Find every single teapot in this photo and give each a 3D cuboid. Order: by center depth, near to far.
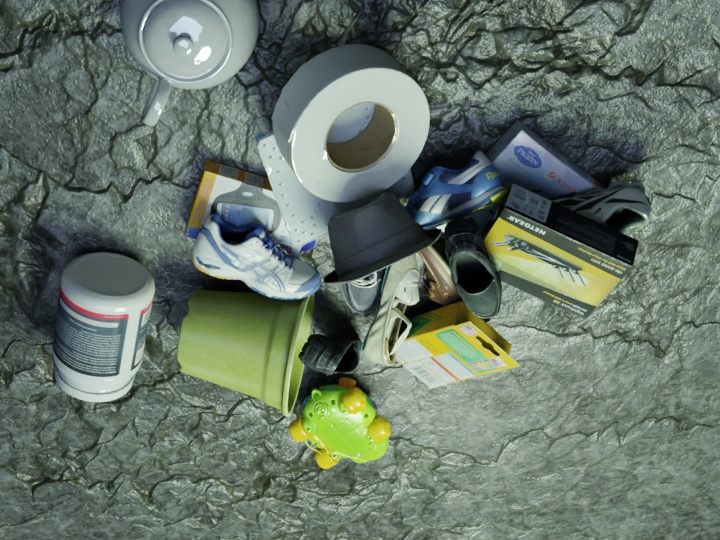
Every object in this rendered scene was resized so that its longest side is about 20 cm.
[{"bbox_3d":[-0.225,-0.310,1.369,0.196,0.146,0.201,-15,124,7],"label":"teapot"}]

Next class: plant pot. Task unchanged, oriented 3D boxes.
[{"bbox_3d":[-0.180,0.110,1.638,0.183,0.201,0.201,11,123,4],"label":"plant pot"}]

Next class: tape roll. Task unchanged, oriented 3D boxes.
[{"bbox_3d":[-0.012,-0.192,1.391,0.201,0.071,0.203,-16,133,-18],"label":"tape roll"}]

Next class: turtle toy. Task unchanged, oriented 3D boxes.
[{"bbox_3d":[-0.022,0.259,1.781,0.145,0.101,0.200,-29,121,17],"label":"turtle toy"}]

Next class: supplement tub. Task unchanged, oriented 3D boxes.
[{"bbox_3d":[-0.398,0.087,1.624,0.140,0.141,0.201,11,122,-10],"label":"supplement tub"}]

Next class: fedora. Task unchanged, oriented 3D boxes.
[{"bbox_3d":[0.016,-0.051,1.442,0.176,0.200,0.091,-25,92,2],"label":"fedora"}]

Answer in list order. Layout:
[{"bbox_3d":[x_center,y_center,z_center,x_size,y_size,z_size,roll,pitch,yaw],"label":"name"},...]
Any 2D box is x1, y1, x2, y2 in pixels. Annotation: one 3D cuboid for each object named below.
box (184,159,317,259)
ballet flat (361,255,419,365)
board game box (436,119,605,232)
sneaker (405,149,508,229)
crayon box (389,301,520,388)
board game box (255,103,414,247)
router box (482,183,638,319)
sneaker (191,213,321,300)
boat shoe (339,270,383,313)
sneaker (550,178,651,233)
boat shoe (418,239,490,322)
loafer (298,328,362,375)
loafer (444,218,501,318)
[{"bbox_3d":[-0.153,-0.081,1.587,0.199,0.042,0.119,17,121,-11],"label":"box"},{"bbox_3d":[0.061,0.056,1.651,0.062,0.067,0.201,27,110,28],"label":"ballet flat"},{"bbox_3d":[0.245,-0.095,1.598,0.200,0.041,0.200,33,116,-22],"label":"board game box"},{"bbox_3d":[0.113,-0.108,1.539,0.199,0.074,0.083,-22,88,19],"label":"sneaker"},{"bbox_3d":[0.147,0.118,1.676,0.126,0.052,0.200,40,143,-25],"label":"crayon box"},{"bbox_3d":[-0.033,-0.149,1.484,0.199,0.026,0.201,-26,134,-9],"label":"board game box"},{"bbox_3d":[0.275,-0.024,1.527,0.199,0.052,0.157,24,146,-1],"label":"router box"},{"bbox_3d":[-0.147,-0.021,1.560,0.199,0.075,0.088,15,122,-13],"label":"sneaker"},{"bbox_3d":[0.000,0.000,1.615,0.074,0.093,0.201,-3,123,2],"label":"boat shoe"},{"bbox_3d":[0.327,-0.067,1.544,0.199,0.089,0.074,-22,125,14],"label":"sneaker"},{"bbox_3d":[0.131,0.023,1.651,0.067,0.072,0.200,-29,123,13],"label":"boat shoe"},{"bbox_3d":[-0.033,0.134,1.651,0.070,0.200,0.068,32,98,16],"label":"loafer"},{"bbox_3d":[0.161,0.010,1.509,0.068,0.071,0.201,-10,139,13],"label":"loafer"}]
